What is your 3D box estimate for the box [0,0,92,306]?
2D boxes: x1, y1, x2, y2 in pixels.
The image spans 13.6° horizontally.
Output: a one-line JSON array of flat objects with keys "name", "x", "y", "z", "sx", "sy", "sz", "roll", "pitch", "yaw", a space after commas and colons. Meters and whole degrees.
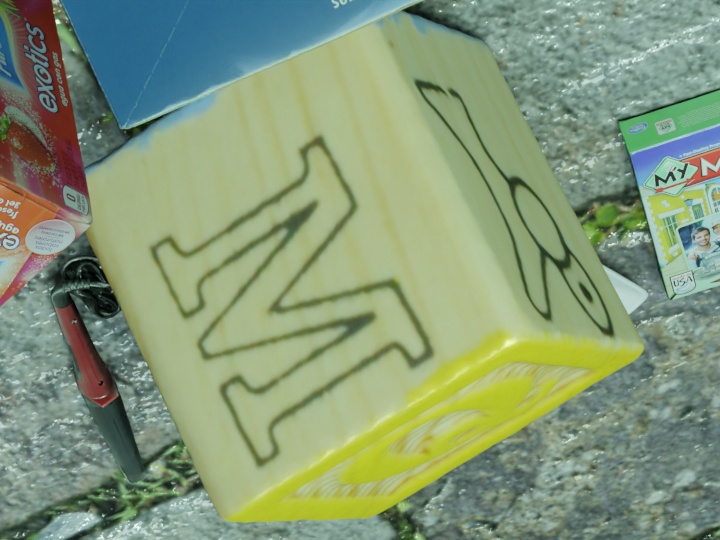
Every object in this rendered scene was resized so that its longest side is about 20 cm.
[{"name": "box", "x": -0.209, "y": -0.081, "z": 1.481, "sx": 0.095, "sy": 0.201, "sz": 0.100, "roll": 28, "pitch": 123, "yaw": -37}]

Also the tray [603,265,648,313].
[{"name": "tray", "x": 0.067, "y": 0.001, "z": 1.769, "sx": 0.200, "sy": 0.022, "sz": 0.107, "roll": 29, "pitch": 123, "yaw": -36}]

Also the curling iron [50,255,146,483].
[{"name": "curling iron", "x": -0.147, "y": 0.064, "z": 1.774, "sx": 0.049, "sy": 0.026, "sz": 0.200, "roll": -8, "pitch": 137, "yaw": -2}]

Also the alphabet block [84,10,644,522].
[{"name": "alphabet block", "x": 0.000, "y": 0.000, "z": 1.574, "sx": 0.196, "sy": 0.201, "sz": 0.195, "roll": -32, "pitch": 164, "yaw": 20}]

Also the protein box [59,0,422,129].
[{"name": "protein box", "x": -0.055, "y": -0.203, "z": 1.379, "sx": 0.198, "sy": 0.135, "sz": 0.201, "roll": -23, "pitch": 101, "yaw": 10}]

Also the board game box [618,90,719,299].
[{"name": "board game box", "x": 0.259, "y": -0.063, "z": 1.747, "sx": 0.199, "sy": 0.029, "sz": 0.135, "roll": -18, "pitch": 138, "yaw": 4}]
